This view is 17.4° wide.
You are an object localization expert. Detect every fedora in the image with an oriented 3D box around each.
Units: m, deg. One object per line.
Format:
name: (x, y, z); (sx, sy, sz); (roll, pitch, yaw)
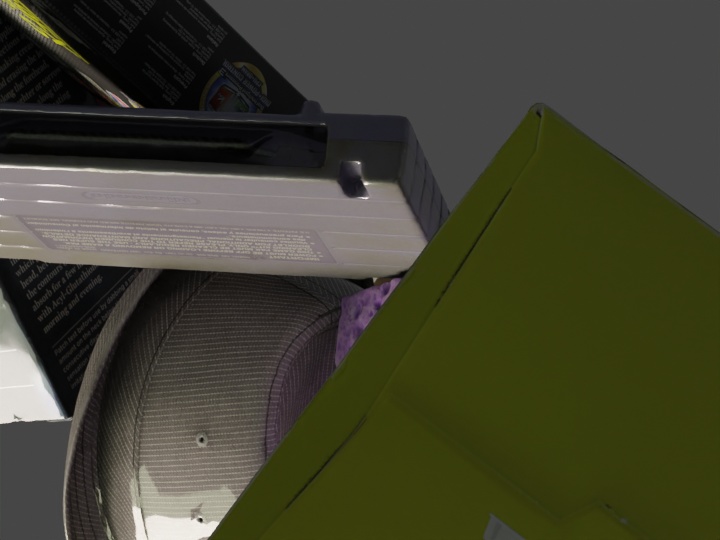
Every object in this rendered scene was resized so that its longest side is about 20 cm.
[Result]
fedora: (-0.033, 0.075, 0.980); (0.177, 0.201, 0.090); (-11, -154, -44)

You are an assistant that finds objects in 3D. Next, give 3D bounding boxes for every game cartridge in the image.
game cartridge: (-0.071, -0.031, 0.869); (0.199, 0.039, 0.130); (3, 169, 11)

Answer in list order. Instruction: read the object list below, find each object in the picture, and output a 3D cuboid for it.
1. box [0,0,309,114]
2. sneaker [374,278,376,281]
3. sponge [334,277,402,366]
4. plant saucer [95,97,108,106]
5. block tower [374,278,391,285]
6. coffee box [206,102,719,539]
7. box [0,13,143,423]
box: (-0.113, -0.111, 0.931); (0.160, 0.044, 0.200); (34, 175, 45)
sneaker: (0.000, 0.000, 1.175); (0.200, 0.070, 0.082); (41, 150, 19)
sponge: (0.019, 0.095, 0.859); (0.030, 0.201, 0.111); (15, 163, -27)
plant saucer: (-0.126, -0.057, 1.159); (0.201, 0.051, 0.201); (44, 160, 21)
block tower: (0.085, 0.064, 1.095); (0.200, 0.054, 0.058); (41, 176, -28)
coffee box: (0.068, 0.105, 0.678); (0.200, 0.200, 0.198); (37, 175, 8)
box: (-0.197, -0.037, 1.065); (0.148, 0.107, 0.200); (-7, 117, 35)
